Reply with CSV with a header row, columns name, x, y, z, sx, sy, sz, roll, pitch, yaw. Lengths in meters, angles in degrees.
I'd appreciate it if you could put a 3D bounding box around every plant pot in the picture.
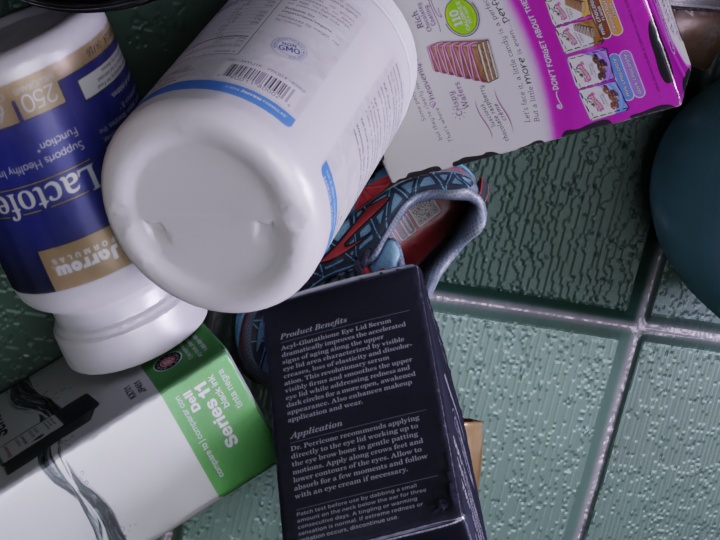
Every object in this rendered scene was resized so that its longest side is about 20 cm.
name,x,y,z,sx,sy,sz,roll,pitch,yaw
plant pot,0.288,-0.049,1.151,0.198,0.161,0.203,-6,108,-20

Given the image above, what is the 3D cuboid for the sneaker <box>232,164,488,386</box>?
name,x,y,z,sx,sy,sz,roll,pitch,yaw
sneaker,0.000,0.000,1.091,0.200,0.095,0.079,-44,114,-4

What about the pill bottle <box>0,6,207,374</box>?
name,x,y,z,sx,sy,sz,roll,pitch,yaw
pill bottle,-0.168,-0.048,1.002,0.115,0.116,0.202,-26,113,-12

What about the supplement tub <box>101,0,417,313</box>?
name,x,y,z,sx,sy,sz,roll,pitch,yaw
supplement tub,-0.053,-0.081,0.972,0.130,0.200,0.133,10,124,15

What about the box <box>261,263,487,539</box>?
name,x,y,z,sx,sy,sz,roll,pitch,yaw
box,0.014,0.124,1.015,0.103,0.201,0.149,-14,133,5

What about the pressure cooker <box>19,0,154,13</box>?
name,x,y,z,sx,sy,sz,roll,pitch,yaw
pressure cooker,-0.150,-0.240,0.912,0.177,0.176,0.203,-13,101,-23

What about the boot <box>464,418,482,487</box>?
name,x,y,z,sx,sy,sz,roll,pitch,yaw
boot,-0.003,0.200,1.154,0.173,0.066,0.203,1,93,-26

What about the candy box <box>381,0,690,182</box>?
name,x,y,z,sx,sy,sz,roll,pitch,yaw
candy box,0.086,-0.147,1.042,0.198,0.061,0.137,-13,116,25

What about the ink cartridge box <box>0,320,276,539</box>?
name,x,y,z,sx,sy,sz,roll,pitch,yaw
ink cartridge box,-0.165,0.112,1.033,0.199,0.146,0.084,-32,112,-10

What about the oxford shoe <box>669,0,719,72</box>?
name,x,y,z,sx,sy,sz,roll,pitch,yaw
oxford shoe,0.157,-0.157,1.120,0.198,0.073,0.085,1,109,-20
